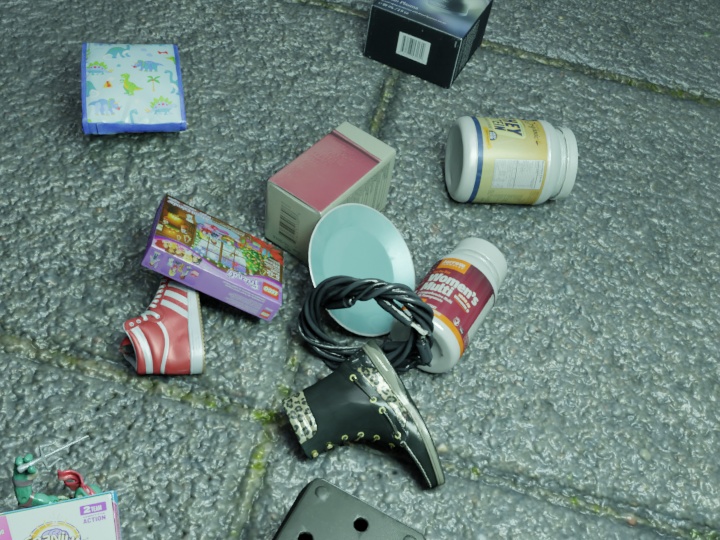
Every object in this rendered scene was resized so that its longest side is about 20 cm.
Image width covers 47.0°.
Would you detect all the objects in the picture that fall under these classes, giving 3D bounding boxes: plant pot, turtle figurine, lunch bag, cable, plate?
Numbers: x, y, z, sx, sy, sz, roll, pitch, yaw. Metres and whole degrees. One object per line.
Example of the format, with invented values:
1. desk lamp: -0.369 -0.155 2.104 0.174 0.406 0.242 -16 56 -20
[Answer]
1. plant pot: -0.028 0.342 0.871 0.198 0.178 0.200 26 50 12
2. turtle figurine: -0.347 0.290 0.911 0.149 0.101 0.200 41 64 14
3. lunch bag: -0.385 -0.293 1.407 0.168 0.129 0.201 -5 40 -14
4. cable: 0.001 0.075 1.114 0.198 0.164 0.051 5 45 20
5. plate: 0.000 0.000 1.226 0.198 0.025 0.203 13 68 -35

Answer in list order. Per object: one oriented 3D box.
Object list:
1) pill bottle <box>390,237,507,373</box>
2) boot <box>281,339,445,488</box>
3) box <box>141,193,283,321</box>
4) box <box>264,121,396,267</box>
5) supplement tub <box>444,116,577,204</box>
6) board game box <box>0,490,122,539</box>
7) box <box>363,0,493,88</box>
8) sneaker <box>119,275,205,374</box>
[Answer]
1. pill bottle: 0.134 0.045 1.208 0.109 0.110 0.200 28 50 15
2. boot: 0.005 0.212 1.067 0.153 0.074 0.205 -29 83 -5
3. box: -0.204 -0.019 1.182 0.198 0.039 0.137 26 30 -20
4. box: -0.049 -0.122 1.311 0.108 0.129 0.200 32 51 18
5. supplement tub: 0.254 -0.186 1.411 0.197 0.145 0.146 1 48 -9
6. board game box: -0.292 0.321 0.769 0.151 0.040 0.202 -7 77 -13
7. box: 0.139 -0.500 1.687 0.198 0.124 0.199 24 48 11
8. sneaker: -0.281 0.057 1.151 0.111 0.072 0.201 -4 51 -17
